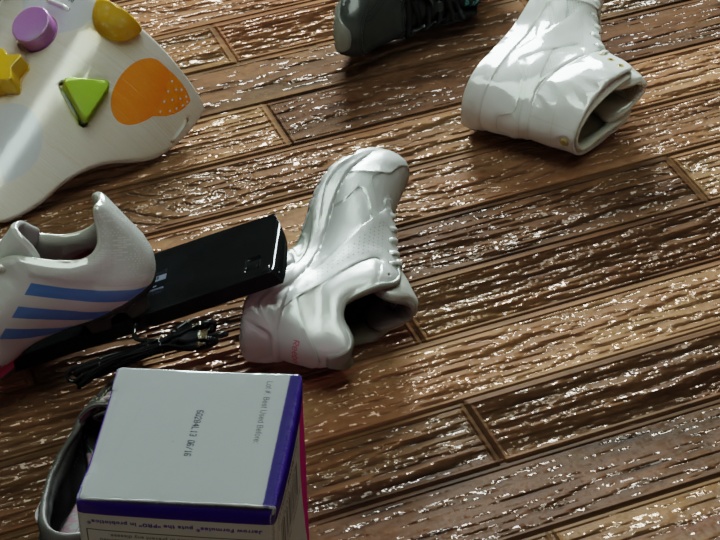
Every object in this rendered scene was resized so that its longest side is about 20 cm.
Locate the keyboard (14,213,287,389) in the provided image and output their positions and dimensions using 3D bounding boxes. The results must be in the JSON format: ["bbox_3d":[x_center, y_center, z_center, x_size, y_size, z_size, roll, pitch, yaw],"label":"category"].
[{"bbox_3d":[-0.139,0.029,1.389,0.198,0.021,0.127,-19,30,16],"label":"keyboard"}]

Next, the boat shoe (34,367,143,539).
[{"bbox_3d":[-0.148,0.115,1.301,0.066,0.057,0.201,5,38,9],"label":"boat shoe"}]

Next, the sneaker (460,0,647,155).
[{"bbox_3d":[0.171,-0.159,1.639,0.115,0.074,0.200,20,52,23],"label":"sneaker"}]

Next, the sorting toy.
[{"bbox_3d":[-0.253,-0.119,1.598,0.199,0.107,0.180,24,63,29],"label":"sorting toy"}]

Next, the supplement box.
[{"bbox_3d":[-0.080,0.160,1.125,0.102,0.201,0.102,2,37,7],"label":"supplement box"}]

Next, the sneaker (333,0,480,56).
[{"bbox_3d":[0.049,-0.226,1.721,0.079,0.076,0.200,22,44,24],"label":"sneaker"}]

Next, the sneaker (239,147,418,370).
[{"bbox_3d":[0.000,0.000,1.443,0.099,0.078,0.201,19,51,15],"label":"sneaker"}]

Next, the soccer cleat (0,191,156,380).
[{"bbox_3d":[-0.227,0.018,1.368,0.199,0.087,0.070,-28,29,-1],"label":"soccer cleat"}]
